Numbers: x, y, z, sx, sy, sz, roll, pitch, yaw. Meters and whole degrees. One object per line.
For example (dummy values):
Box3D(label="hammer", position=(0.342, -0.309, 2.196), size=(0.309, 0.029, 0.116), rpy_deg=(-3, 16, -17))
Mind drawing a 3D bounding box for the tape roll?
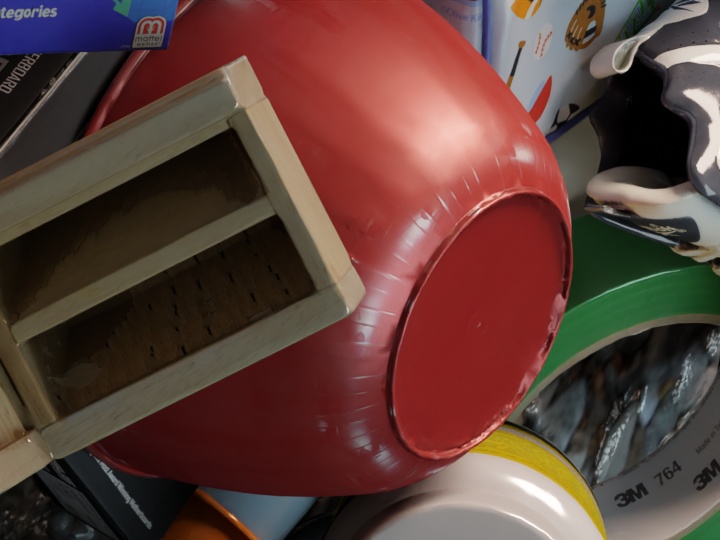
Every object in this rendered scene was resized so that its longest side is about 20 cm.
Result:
Box3D(label="tape roll", position=(0.109, 0.063, 1.164), size=(0.200, 0.048, 0.201), rpy_deg=(-16, 133, -17))

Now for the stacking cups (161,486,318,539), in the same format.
Box3D(label="stacking cups", position=(-0.040, 0.085, 1.043), size=(0.200, 0.060, 0.061), rpy_deg=(-51, 145, -13))

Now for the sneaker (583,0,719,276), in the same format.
Box3D(label="sneaker", position=(0.146, -0.013, 1.045), size=(0.129, 0.079, 0.199), rpy_deg=(-20, 100, -34))

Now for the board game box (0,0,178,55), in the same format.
Box3D(label="board game box", position=(-0.107, -0.151, 0.704), size=(0.152, 0.045, 0.200), rpy_deg=(-5, 127, -28))

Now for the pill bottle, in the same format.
Box3D(label="pill bottle", position=(0.039, 0.119, 0.989), size=(0.200, 0.114, 0.114), rpy_deg=(-40, 154, -86))

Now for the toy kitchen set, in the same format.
Box3D(label="toy kitchen set", position=(-0.125, -0.011, 0.696), size=(0.180, 0.163, 0.200), rpy_deg=(-26, -175, 10))

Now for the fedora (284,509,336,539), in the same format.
Box3D(label="fedora", position=(-0.005, 0.198, 1.132), size=(0.200, 0.092, 0.201), rpy_deg=(-33, 136, -39))

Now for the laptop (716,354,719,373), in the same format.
Box3D(label="laptop", position=(0.251, -0.012, 1.287), size=(0.200, 0.116, 0.187), rpy_deg=(-70, 174, -51))

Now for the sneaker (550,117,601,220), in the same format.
Box3D(label="sneaker", position=(0.121, -0.043, 1.161), size=(0.200, 0.071, 0.073), rpy_deg=(-1, 112, -55))

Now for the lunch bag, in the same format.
Box3D(label="lunch bag", position=(0.076, -0.128, 1.042), size=(0.200, 0.076, 0.160), rpy_deg=(-33, 139, -39))

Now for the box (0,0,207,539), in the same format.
Box3D(label="box", position=(-0.079, -0.016, 0.921), size=(0.158, 0.050, 0.200), rpy_deg=(-52, 145, -18))

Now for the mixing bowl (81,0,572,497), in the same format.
Box3D(label="mixing bowl", position=(0.000, 0.000, 0.899), size=(0.200, 0.108, 0.200), rpy_deg=(-33, 136, -38))
